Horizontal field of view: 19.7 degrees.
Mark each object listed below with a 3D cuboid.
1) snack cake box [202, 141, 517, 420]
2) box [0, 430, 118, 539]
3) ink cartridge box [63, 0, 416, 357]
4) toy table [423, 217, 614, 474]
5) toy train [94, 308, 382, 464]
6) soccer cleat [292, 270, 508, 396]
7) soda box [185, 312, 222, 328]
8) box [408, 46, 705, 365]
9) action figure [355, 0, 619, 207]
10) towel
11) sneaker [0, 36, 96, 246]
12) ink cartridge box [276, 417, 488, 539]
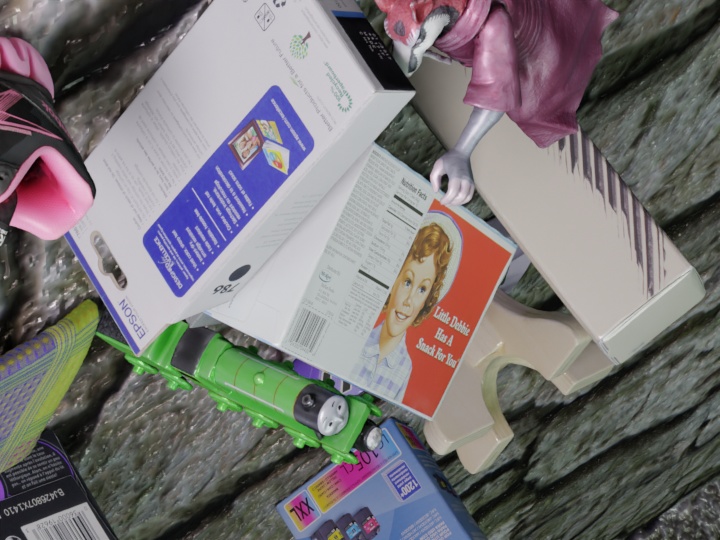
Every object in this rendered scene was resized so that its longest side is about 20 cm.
[{"bbox_3d":[0.000,0.000,1.117,0.116,0.067,0.200,-65,150,-3],"label":"snack cake box"},{"bbox_3d":[-0.254,0.211,1.332,0.122,0.106,0.200,-17,155,-43],"label":"box"},{"bbox_3d":[-0.066,-0.057,1.001,0.200,0.100,0.039,-45,158,30],"label":"ink cartridge box"},{"bbox_3d":[0.095,0.060,1.562,0.183,0.117,0.200,-26,159,-27],"label":"toy table"},{"bbox_3d":[-0.071,0.057,1.158,0.056,0.199,0.042,41,74,-50],"label":"toy train"},{"bbox_3d":[0.010,0.028,1.436,0.200,0.069,0.073,-38,139,20],"label":"soccer cleat"},{"bbox_3d":[-0.037,-0.020,1.195,0.063,0.068,0.199,-45,159,28],"label":"soda box"},{"bbox_3d":[0.105,-0.049,1.164,0.068,0.200,0.082,-38,163,4],"label":"box"},{"bbox_3d":[0.070,-0.124,1.023,0.149,0.134,0.200,-42,164,18],"label":"action figure"},{"bbox_3d":[-0.231,0.096,1.147,0.200,0.023,0.144,-32,161,-50],"label":"towel"},{"bbox_3d":[-0.178,-0.049,0.833,0.079,0.096,0.199,-42,160,26],"label":"sneaker"},{"bbox_3d":[0.038,0.250,1.802,0.136,0.201,0.076,-38,162,10],"label":"ink cartridge box"}]
